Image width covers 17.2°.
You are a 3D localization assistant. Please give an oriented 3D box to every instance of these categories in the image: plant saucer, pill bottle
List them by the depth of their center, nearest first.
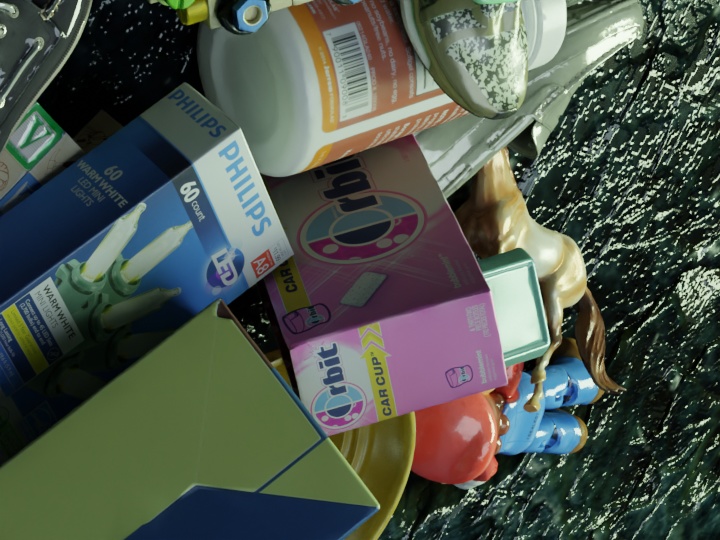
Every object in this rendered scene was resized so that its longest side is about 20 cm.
[{"bbox_3d":[0.016,-0.132,1.350,0.199,0.112,0.113,-20,129,-31],"label":"pill bottle"},{"bbox_3d":[0.038,0.040,1.435,0.199,0.019,0.071,-16,97,-36],"label":"plant saucer"}]

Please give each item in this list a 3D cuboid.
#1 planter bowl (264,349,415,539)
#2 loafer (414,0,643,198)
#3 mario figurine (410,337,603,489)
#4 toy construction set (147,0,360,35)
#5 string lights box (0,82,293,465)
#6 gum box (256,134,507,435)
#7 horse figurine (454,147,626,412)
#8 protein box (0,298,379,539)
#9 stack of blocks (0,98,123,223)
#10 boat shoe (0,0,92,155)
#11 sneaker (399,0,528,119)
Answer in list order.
[{"bbox_3d":[-0.068,0.116,1.466,0.199,0.083,0.202,-22,130,-29],"label":"planter bowl"},{"bbox_3d":[0.095,-0.103,1.463,0.199,0.070,0.070,-32,103,-11],"label":"loafer"},{"bbox_3d":[0.076,0.084,1.599,0.199,0.105,0.125,-2,82,-52],"label":"mario figurine"},{"bbox_3d":[-0.046,-0.190,1.211,0.198,0.092,0.132,-10,123,-9],"label":"toy construction set"},{"bbox_3d":[-0.141,0.004,1.252,0.199,0.059,0.103,-38,137,-14],"label":"string lights box"},{"bbox_3d":[0.000,0.000,1.338,0.112,0.200,0.067,-16,123,-5],"label":"gum box"},{"bbox_3d":[0.105,0.004,1.536,0.200,0.050,0.133,41,54,-36],"label":"horse figurine"},{"bbox_3d":[-0.115,0.139,1.250,0.198,0.135,0.200,-38,177,-11],"label":"protein box"},{"bbox_3d":[-0.159,-0.028,1.304,0.115,0.058,0.200,-47,138,-6],"label":"stack of blocks"},{"bbox_3d":[-0.186,-0.113,1.183,0.063,0.072,0.201,108,7,-86],"label":"boat shoe"},{"bbox_3d":[0.071,-0.177,1.258,0.076,0.088,0.202,-18,108,-34],"label":"sneaker"}]
